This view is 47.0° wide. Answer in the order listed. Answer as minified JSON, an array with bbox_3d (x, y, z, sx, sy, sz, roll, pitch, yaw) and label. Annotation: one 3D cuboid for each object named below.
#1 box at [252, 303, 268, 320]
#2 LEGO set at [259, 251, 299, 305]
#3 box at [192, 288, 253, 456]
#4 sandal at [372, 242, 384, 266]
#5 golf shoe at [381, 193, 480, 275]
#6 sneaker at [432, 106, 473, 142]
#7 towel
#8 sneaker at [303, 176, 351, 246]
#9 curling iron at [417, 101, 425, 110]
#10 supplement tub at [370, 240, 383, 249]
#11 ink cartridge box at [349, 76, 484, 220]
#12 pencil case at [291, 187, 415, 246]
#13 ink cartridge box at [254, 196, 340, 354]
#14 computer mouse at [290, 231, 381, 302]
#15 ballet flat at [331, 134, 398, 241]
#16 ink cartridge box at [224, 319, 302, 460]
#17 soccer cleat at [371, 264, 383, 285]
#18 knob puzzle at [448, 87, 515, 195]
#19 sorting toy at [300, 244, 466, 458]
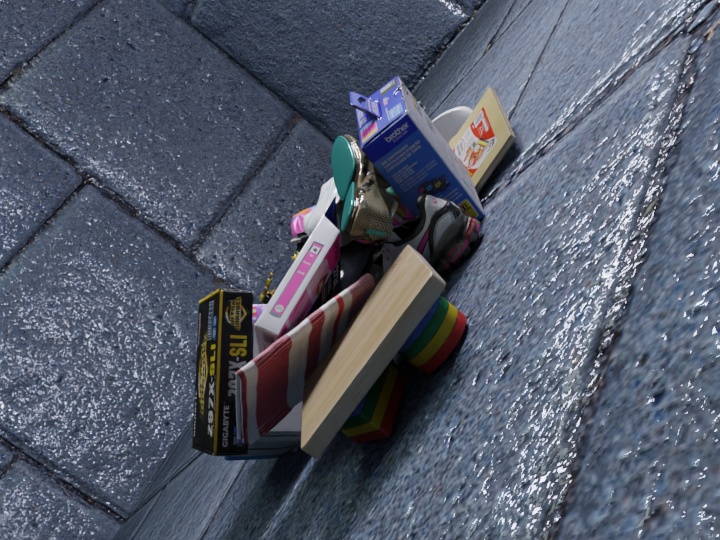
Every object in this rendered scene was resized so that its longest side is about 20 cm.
[{"bbox_3d":[-0.120,0.111,1.249,0.201,0.134,0.040,116,147,-56],"label":"box"},{"bbox_3d":[-0.127,0.060,1.557,0.199,0.156,0.115,-34,-10,34],"label":"LEGO set"},{"bbox_3d":[-0.182,0.134,1.083,0.159,0.048,0.205,162,111,-67],"label":"box"},{"bbox_3d":[0.000,0.000,1.221,0.198,0.075,0.046,-34,54,9],"label":"sandal"},{"bbox_3d":[0.059,-0.017,1.010,0.201,0.091,0.073,-51,10,39],"label":"golf shoe"},{"bbox_3d":[0.150,-0.230,1.481,0.088,0.075,0.200,-45,-2,-43],"label":"sneaker"},{"bbox_3d":[-0.060,0.102,0.939,0.199,0.023,0.146,-36,-28,-31],"label":"towel"},{"bbox_3d":[-0.009,-0.119,1.120,0.079,0.071,0.201,11,54,50],"label":"sneaker"},{"bbox_3d":[0.061,-0.222,1.376,0.050,0.025,0.200,-53,5,-23],"label":"curling iron"},{"bbox_3d":[0.023,-0.084,1.311,0.201,0.144,0.145,-53,8,5],"label":"supplement tub"},{"bbox_3d":[0.063,-0.150,1.034,0.076,0.201,0.137,-33,26,15],"label":"ink cartridge box"},{"bbox_3d":[-0.002,-0.075,1.196,0.196,0.090,0.089,-21,19,17],"label":"pencil case"},{"bbox_3d":[-0.060,0.018,0.965,0.096,0.036,0.202,91,-158,-55],"label":"ink cartridge box"},{"bbox_3d":[-0.036,0.002,1.078,0.135,0.053,0.203,-9,45,14],"label":"computer mouse"},{"bbox_3d":[0.007,-0.096,1.007,0.202,0.074,0.069,-101,29,-54],"label":"ballet flat"},{"bbox_3d":[-0.127,0.167,1.114,0.200,0.082,0.149,135,135,-62],"label":"ink cartridge box"},{"bbox_3d":[-0.012,0.085,1.146,0.202,0.069,0.087,-59,-10,-29],"label":"soccer cleat"},{"bbox_3d":[0.149,-0.137,1.166,0.221,0.030,0.222,-54,20,29],"label":"knob puzzle"},{"bbox_3d":[0.025,0.087,0.844,0.201,0.069,0.199,-53,8,5],"label":"sorting toy"}]
